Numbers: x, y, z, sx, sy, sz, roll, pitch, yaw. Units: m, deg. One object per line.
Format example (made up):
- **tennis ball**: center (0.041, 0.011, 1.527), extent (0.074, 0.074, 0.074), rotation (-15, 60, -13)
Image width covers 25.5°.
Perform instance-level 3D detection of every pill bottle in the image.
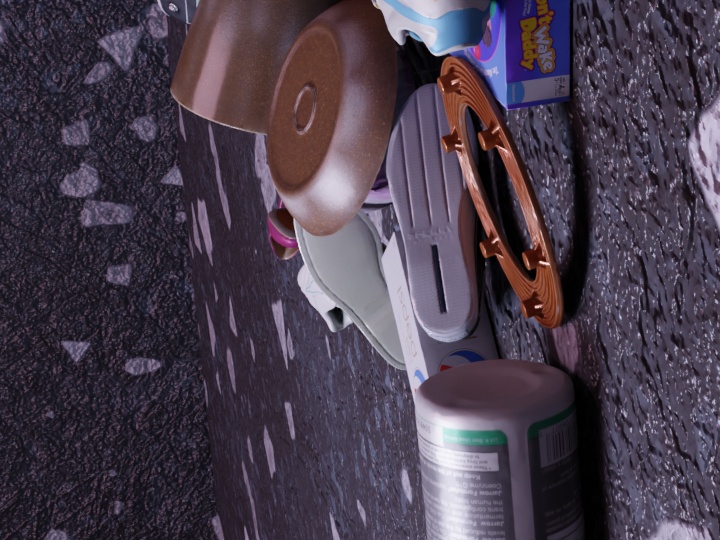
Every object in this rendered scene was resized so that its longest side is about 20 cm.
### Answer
- **pill bottle**: center (0.101, 0.173, 1.112), extent (0.113, 0.112, 0.202), rotation (-137, 40, -71)

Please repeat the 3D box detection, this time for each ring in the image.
- **ring**: center (0.092, -0.051, 1.102), extent (0.200, 0.019, 0.202), rotation (159, 90, -85)

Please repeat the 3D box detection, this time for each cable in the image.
- **cable**: center (0.038, -0.177, 1.288), extent (0.097, 0.050, 0.202), rotation (-145, 48, -69)

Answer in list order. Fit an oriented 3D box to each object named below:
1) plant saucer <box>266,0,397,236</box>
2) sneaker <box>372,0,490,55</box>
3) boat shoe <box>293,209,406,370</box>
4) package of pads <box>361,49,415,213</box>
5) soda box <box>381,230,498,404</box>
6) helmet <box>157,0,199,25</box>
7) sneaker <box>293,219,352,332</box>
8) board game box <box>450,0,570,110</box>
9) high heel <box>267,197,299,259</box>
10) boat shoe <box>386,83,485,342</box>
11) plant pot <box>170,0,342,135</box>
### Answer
- **plant saucer**: center (-0.032, -0.130, 1.306), extent (0.200, 0.036, 0.202), rotation (-31, 54, 56)
- **sneaker**: center (0.031, -0.194, 1.044), extent (0.200, 0.076, 0.081), rotation (-125, 26, -69)
- **boat shoe**: center (-0.002, 0.002, 1.430), extent (0.202, 0.072, 0.060), rotation (55, 180, -25)
- **package of pads**: center (0.010, -0.117, 1.411), extent (0.200, 0.075, 0.122), rotation (164, 98, -78)
- **soda box**: center (0.072, 0.067, 1.288), extent (0.068, 0.063, 0.202), rotation (113, 146, -68)
- **helmet**: center (-0.141, -0.354, 1.667), extent (0.192, 0.199, 0.200), rotation (61, 167, 1)
- **sneaker**: center (-0.026, -0.011, 1.705), extent (0.201, 0.070, 0.081), rotation (88, 158, -56)
- **board game box**: center (0.084, -0.206, 1.069), extent (0.200, 0.044, 0.136), rotation (-121, 25, -61)
- **high heel**: center (-0.086, -0.033, 1.919), extent (0.200, 0.067, 0.097), rotation (-118, 32, -70)
- **boat shoe**: center (0.060, -0.042, 1.240), extent (0.071, 0.071, 0.202), rotation (41, -133, -76)
- **plant pot**: center (-0.079, -0.256, 1.545), extent (0.187, 0.185, 0.202), rotation (-122, 40, -61)
